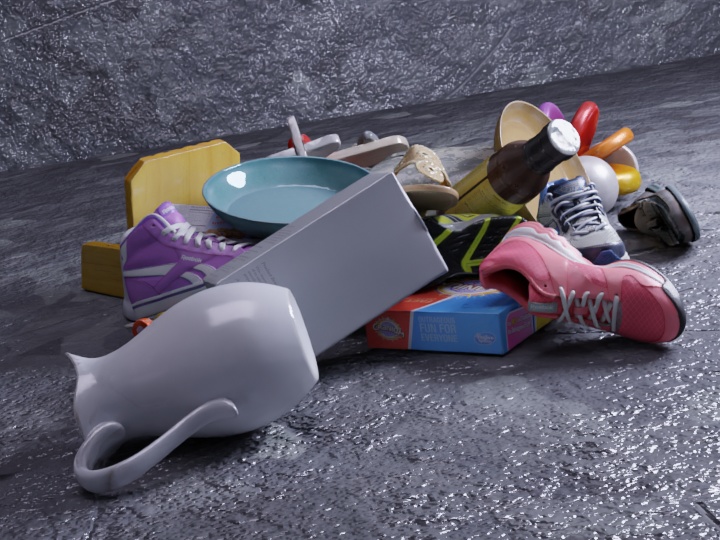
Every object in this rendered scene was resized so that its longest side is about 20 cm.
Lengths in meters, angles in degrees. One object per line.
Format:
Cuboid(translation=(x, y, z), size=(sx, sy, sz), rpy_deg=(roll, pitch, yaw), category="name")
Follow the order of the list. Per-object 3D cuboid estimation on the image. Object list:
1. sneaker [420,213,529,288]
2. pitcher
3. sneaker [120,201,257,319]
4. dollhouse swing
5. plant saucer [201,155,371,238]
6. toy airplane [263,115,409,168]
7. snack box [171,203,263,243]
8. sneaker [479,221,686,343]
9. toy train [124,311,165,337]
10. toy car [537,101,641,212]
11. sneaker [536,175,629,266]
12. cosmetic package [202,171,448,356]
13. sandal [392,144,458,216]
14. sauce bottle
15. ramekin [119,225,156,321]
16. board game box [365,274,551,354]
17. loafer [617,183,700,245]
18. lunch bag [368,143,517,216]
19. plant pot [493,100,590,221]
Cuboid(translation=(0.077, -0.021, 1.272), size=(0.199, 0.076, 0.076), rpy_deg=(0, 4, -8), category="sneaker")
Cuboid(translation=(-0.137, 0.098, 1.009), size=(0.199, 0.122, 0.172), rpy_deg=(-19, 33, 1), category="pitcher")
Cuboid(translation=(-0.171, -0.025, 1.322), size=(0.200, 0.115, 0.073), rpy_deg=(-15, -1, 19), category="sneaker")
Cuboid(translation=(-0.265, -0.077, 1.662), size=(0.200, 0.177, 0.181), rpy_deg=(-20, 17, -37), category="dollhouse swing")
Cuboid(translation=(-0.076, -0.077, 1.391), size=(0.199, 0.036, 0.200), rpy_deg=(0, 26, 0), category="plant saucer")
Cuboid(translation=(-0.064, -0.122, 1.598), size=(0.199, 0.199, 0.141), rpy_deg=(17, 35, -28), category="toy airplane")
Cuboid(translation=(-0.135, -0.042, 1.396), size=(0.199, 0.024, 0.072), rpy_deg=(4, 34, 9), category="snack box")
Cuboid(translation=(0.193, 0.026, 1.122), size=(0.200, 0.074, 0.087), rpy_deg=(24, 41, 35), category="sneaker")
Cuboid(translation=(-0.142, 0.054, 1.309), size=(0.199, 0.056, 0.150), rpy_deg=(-17, 0, -14), category="toy train")
Cuboid(translation=(0.277, -0.154, 1.690), size=(0.199, 0.151, 0.175), rpy_deg=(-2, 15, 26), category="toy car")
Cuboid(translation=(0.210, -0.048, 1.244), size=(0.077, 0.086, 0.200), rpy_deg=(-10, 14, -5), category="sneaker")
Cuboid(translation=(-0.033, 0.003, 1.167), size=(0.200, 0.113, 0.081), rpy_deg=(-31, 11, -13), category="cosmetic package")
Cuboid(translation=(0.053, -0.093, 1.287), size=(0.077, 0.070, 0.212), rpy_deg=(6, -9, -6), category="sandal")
Cuboid(translation=(0.153, -0.092, 1.291), size=(0.065, 0.065, 0.200), rpy_deg=(-17, -11, -33), category="sauce bottle")
Cuboid(translation=(-0.196, -0.012, 1.511), size=(0.200, 0.098, 0.201), rpy_deg=(-8, 13, 2), category="ramekin")
Cuboid(translation=(0.121, 0.031, 1.246), size=(0.153, 0.041, 0.200), rpy_deg=(0, 16, 34), category="board game box")
Cuboid(translation=(0.346, -0.058, 1.457), size=(0.063, 0.072, 0.200), rpy_deg=(-27, 4, 6), category="loafer")
Cuboid(translation=(0.098, -0.075, 1.489), size=(0.199, 0.140, 0.168), rpy_deg=(-1, 9, 24), category="lunch bag")
Cuboid(translation=(0.214, -0.102, 1.452), size=(0.027, 0.201, 0.200), rpy_deg=(-28, 0, 34), category="plant pot")
